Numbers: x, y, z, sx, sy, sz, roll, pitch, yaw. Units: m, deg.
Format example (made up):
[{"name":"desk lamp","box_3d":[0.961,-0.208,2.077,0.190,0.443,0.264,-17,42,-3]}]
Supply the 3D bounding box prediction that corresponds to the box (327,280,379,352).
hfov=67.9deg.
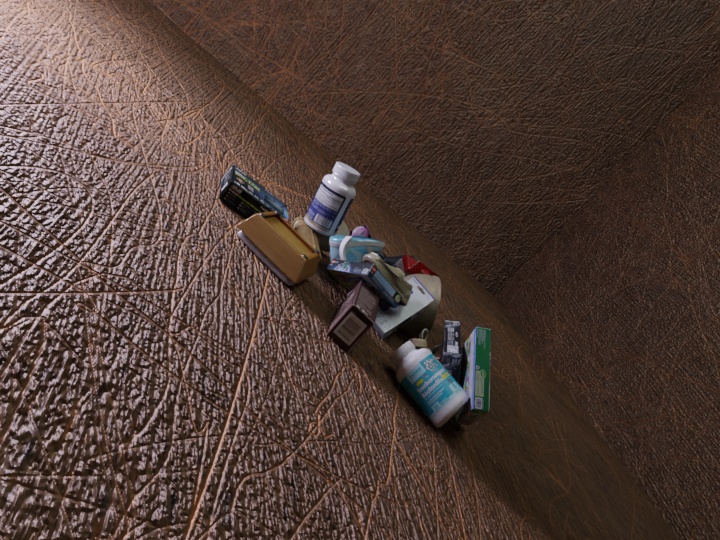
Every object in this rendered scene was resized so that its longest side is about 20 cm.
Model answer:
[{"name":"box","box_3d":[-0.014,0.108,1.310,0.075,0.100,0.200,40,15,-7]}]

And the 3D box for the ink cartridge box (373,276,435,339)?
[{"name":"ink cartridge box","box_3d":[0.110,0.104,1.530,0.100,0.198,0.040,49,-28,24]}]

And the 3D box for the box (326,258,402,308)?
[{"name":"box","box_3d":[0.008,0.033,1.460,0.137,0.038,0.198,48,-21,-30]}]

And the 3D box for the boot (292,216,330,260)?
[{"name":"boot","box_3d":[-0.132,-0.071,1.576,0.172,0.067,0.201,25,19,-18]}]

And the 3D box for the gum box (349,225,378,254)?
[{"name":"gum box","box_3d":[0.027,-0.036,1.716,0.114,0.065,0.203,69,1,-60]}]

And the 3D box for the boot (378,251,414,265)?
[{"name":"boot","box_3d":[0.073,-0.042,1.849,0.168,0.199,0.077,41,55,-12]}]

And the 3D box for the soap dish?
[{"name":"soap dish","box_3d":[-0.195,-0.062,1.327,0.200,0.081,0.157,43,14,4]}]

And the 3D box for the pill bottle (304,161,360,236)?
[{"name":"pill bottle","box_3d":[-0.080,-0.215,1.600,0.109,0.203,0.111,26,18,-9]}]

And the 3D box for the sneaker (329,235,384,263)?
[{"name":"sneaker","box_3d":[-0.016,-0.035,1.606,0.196,0.134,0.079,0,12,-36]}]

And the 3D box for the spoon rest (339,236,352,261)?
[{"name":"spoon rest","box_3d":[0.000,0.000,1.529,0.202,0.060,0.099,56,-16,-17]}]

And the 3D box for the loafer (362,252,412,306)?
[{"name":"loafer","box_3d":[0.077,0.014,1.460,0.075,0.069,0.201,13,-30,49]}]

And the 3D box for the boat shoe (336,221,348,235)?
[{"name":"boat shoe","box_3d":[-0.110,-0.145,1.827,0.199,0.058,0.074,17,69,-57]}]

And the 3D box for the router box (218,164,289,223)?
[{"name":"router box","box_3d":[-0.289,-0.188,1.464,0.199,0.062,0.151,37,14,-26]}]

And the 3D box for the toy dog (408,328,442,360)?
[{"name":"toy dog","box_3d":[0.189,0.241,1.457,0.094,0.135,0.199,3,7,24]}]

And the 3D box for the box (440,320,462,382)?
[{"name":"box","box_3d":[0.246,0.253,1.470,0.048,0.162,0.200,4,19,8]}]

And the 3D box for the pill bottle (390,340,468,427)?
[{"name":"pill bottle","box_3d":[0.161,0.270,1.306,0.200,0.111,0.110,48,15,19]}]

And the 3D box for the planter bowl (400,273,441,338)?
[{"name":"planter bowl","box_3d":[0.152,0.099,1.657,0.132,0.204,0.201,15,19,-7]}]

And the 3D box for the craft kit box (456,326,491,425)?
[{"name":"craft kit box","box_3d":[0.286,0.273,1.358,0.047,0.204,0.198,8,-24,-1]}]

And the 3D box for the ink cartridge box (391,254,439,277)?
[{"name":"ink cartridge box","box_3d":[0.151,0.029,1.763,0.115,0.199,0.068,33,33,-32]}]
